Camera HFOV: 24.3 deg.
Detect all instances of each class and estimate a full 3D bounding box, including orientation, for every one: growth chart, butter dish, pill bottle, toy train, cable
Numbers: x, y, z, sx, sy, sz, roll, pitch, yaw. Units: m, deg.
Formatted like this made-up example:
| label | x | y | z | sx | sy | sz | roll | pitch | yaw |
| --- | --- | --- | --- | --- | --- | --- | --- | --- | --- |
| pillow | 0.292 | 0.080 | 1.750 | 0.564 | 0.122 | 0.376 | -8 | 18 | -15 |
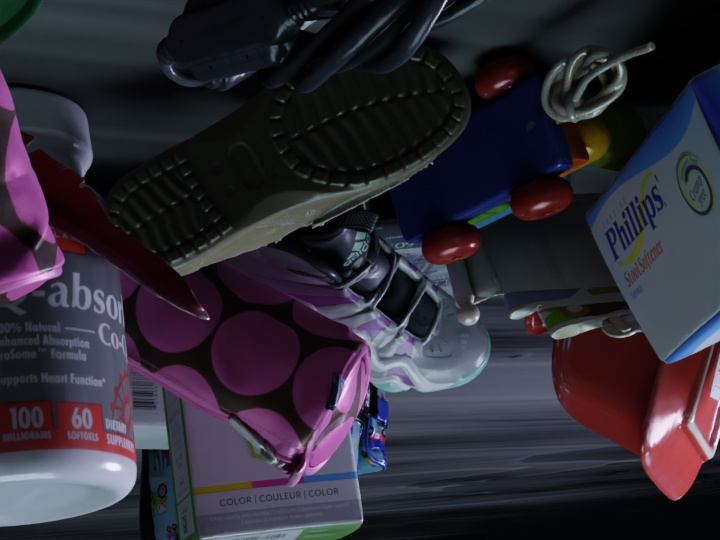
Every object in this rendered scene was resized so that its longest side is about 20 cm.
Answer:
| label | x | y | z | sx | sy | sz | roll | pitch | yaw |
| --- | --- | --- | --- | --- | --- | --- | --- | --- | --- |
| growth chart | 0.142 | -0.006 | 1.002 | 0.198 | 0.145 | 0.018 | 0 | 130 | -3 |
| butter dish | 0.183 | 0.038 | 1.155 | 0.146 | 0.202 | 0.199 | 14 | 169 | 23 |
| pill bottle | -0.177 | 0.019 | 0.843 | 0.115 | 0.202 | 0.116 | -7 | 162 | -2 |
| toy train | 0.116 | -0.073 | 0.908 | 0.115 | 0.085 | 0.199 | -5 | 164 | -45 |
| cable | 0.022 | -0.115 | 0.655 | 0.163 | 0.051 | 0.199 | -29 | -167 | -39 |

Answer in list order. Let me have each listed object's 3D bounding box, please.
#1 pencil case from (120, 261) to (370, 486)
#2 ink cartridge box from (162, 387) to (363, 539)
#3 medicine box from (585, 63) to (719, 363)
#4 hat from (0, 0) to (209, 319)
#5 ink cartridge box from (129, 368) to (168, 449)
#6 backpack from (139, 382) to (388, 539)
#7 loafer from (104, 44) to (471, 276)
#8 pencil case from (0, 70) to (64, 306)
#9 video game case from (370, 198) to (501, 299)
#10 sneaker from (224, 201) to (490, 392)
| label | x | y | z | sx | sy | sz | roll | pitch | yaw |
| --- | --- | --- | --- | --- | --- | --- | --- | --- | --- |
| pencil case | -0.094 | 0.038 | 0.940 | 0.199 | 0.094 | 0.091 | 27 | 154 | 12 |
| ink cartridge box | -0.068 | 0.068 | 1.040 | 0.103 | 0.202 | 0.059 | -2 | 162 | -20 |
| medicine box | 0.245 | -0.055 | 0.890 | 0.199 | 0.104 | 0.182 | -24 | 166 | -16 |
| hat | -0.197 | -0.045 | 0.679 | 0.199 | 0.178 | 0.165 | -23 | 157 | 37 |
| ink cartridge box | -0.199 | 0.049 | 1.059 | 0.198 | 0.116 | 0.068 | 6 | 159 | -35 |
| backpack | -0.070 | 0.121 | 1.167 | 0.181 | 0.202 | 0.134 | -15 | 157 | 39 |
| loafer | -0.039 | -0.057 | 0.861 | 0.198 | 0.077 | 0.067 | -22 | 176 | -6 |
| pencil case | -0.178 | -0.070 | 0.586 | 0.090 | 0.202 | 0.094 | -8 | -159 | 38 |
| video game case | 0.037 | -0.009 | 1.151 | 0.141 | 0.019 | 0.200 | -8 | 161 | -3 |
| sneaker | 0.000 | 0.000 | 0.975 | 0.198 | 0.078 | 0.140 | 22 | 154 | -7 |
